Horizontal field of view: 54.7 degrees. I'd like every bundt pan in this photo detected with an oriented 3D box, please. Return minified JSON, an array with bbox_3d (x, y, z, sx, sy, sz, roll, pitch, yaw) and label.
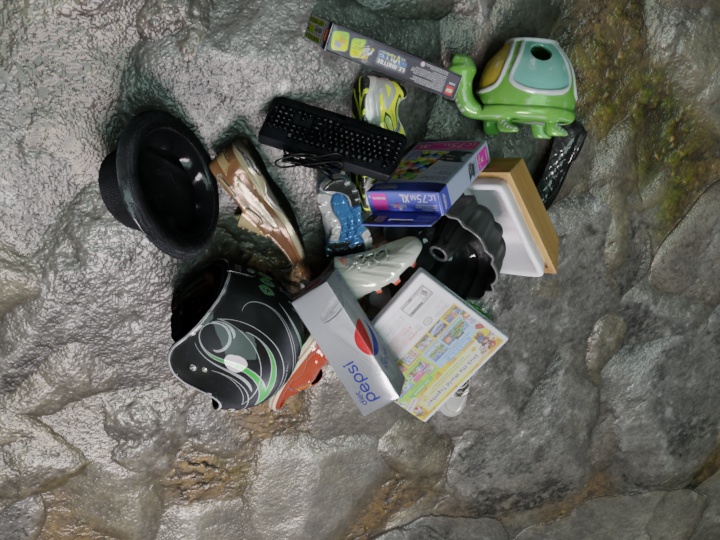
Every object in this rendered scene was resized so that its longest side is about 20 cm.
[{"bbox_3d":[0.135,-0.050,1.056,0.076,0.199,0.203,-52,125,-29],"label":"bundt pan"}]

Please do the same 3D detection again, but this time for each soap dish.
[{"bbox_3d":[0.214,-0.086,1.082,0.082,0.156,0.201,-51,125,-24],"label":"soap dish"}]

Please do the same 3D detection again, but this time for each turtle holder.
[{"bbox_3d":[0.226,-0.268,1.024,0.182,0.141,0.135,8,100,20],"label":"turtle holder"}]

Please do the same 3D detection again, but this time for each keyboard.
[{"bbox_3d":[-0.040,-0.174,0.935,0.196,0.040,0.106,17,70,6],"label":"keyboard"}]

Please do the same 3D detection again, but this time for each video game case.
[{"bbox_3d":[0.095,0.119,1.062,0.181,0.023,0.201,35,111,-17],"label":"video game case"}]

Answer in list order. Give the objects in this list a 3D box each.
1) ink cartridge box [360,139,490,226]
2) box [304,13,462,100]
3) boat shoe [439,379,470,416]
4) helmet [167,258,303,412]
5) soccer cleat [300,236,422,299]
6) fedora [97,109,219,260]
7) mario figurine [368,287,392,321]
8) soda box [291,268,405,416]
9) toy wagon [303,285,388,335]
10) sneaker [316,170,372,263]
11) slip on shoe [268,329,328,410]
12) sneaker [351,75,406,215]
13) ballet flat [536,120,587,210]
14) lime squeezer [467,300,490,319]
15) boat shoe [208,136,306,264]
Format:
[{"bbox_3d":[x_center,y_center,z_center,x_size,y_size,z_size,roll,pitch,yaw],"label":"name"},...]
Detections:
[{"bbox_3d":[0.091,-0.126,0.977,0.200,0.117,0.043,-49,132,-41],"label":"ink cartridge box"},{"bbox_3d":[0.030,-0.289,0.941,0.196,0.110,0.035,14,110,-25],"label":"box"},{"bbox_3d":[0.165,0.193,1.236,0.069,0.070,0.204,-12,123,-11],"label":"boat shoe"},{"bbox_3d":[-0.176,0.099,1.006,0.200,0.200,0.190,-45,120,5],"label":"helmet"},{"bbox_3d":[0.000,0.000,1.039,0.198,0.070,0.078,-32,112,13],"label":"soccer cleat"},{"bbox_3d":[-0.272,-0.106,0.914,0.090,0.202,0.204,-4,123,23],"label":"fedora"},{"bbox_3d":[0.060,0.092,1.122,0.195,0.108,0.124,-4,153,-7],"label":"mario figurine"},{"bbox_3d":[-0.015,0.104,1.009,0.067,0.064,0.202,-28,99,19],"label":"soda box"},{"bbox_3d":[-0.006,0.081,1.143,0.196,0.040,0.158,14,109,-26],"label":"toy wagon"},{"bbox_3d":[-0.029,-0.089,1.038,0.073,0.088,0.202,-13,141,-6],"label":"sneaker"},{"bbox_3d":[-0.093,0.164,1.100,0.061,0.075,0.201,31,127,-8],"label":"slip on shoe"},{"bbox_3d":[0.029,-0.177,1.014,0.075,0.076,0.204,-5,117,-17],"label":"sneaker"},{"bbox_3d":[0.307,-0.153,1.150,0.066,0.056,0.203,-12,131,-64],"label":"ballet flat"},{"bbox_3d":[0.197,0.091,1.232,0.069,0.038,0.203,-10,123,22],"label":"lime squeezer"},{"bbox_3d":[-0.146,-0.092,0.997,0.073,0.076,0.202,-26,118,6],"label":"boat shoe"}]
